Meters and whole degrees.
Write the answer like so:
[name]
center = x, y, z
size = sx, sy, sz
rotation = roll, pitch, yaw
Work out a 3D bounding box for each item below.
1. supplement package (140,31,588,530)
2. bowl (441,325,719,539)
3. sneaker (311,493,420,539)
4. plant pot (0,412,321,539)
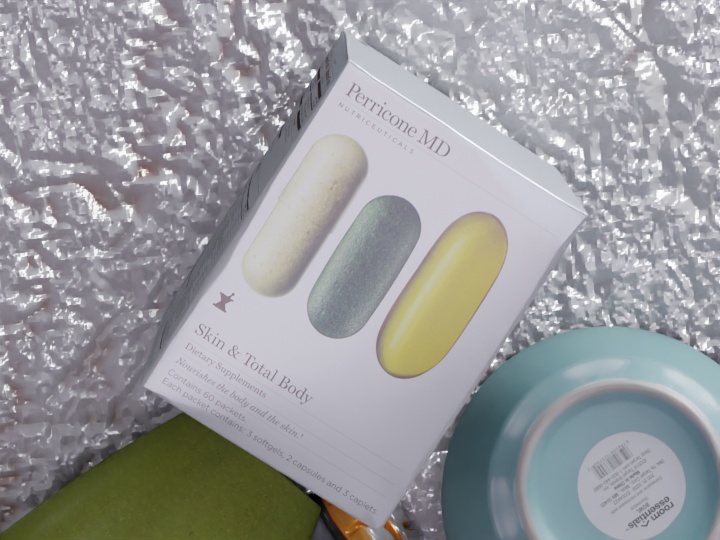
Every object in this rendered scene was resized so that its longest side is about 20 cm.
[supplement package]
center = 0.000, 0.000, 1.080
size = 0.151, 0.151, 0.201
rotation = 32, 100, -7
[bowl]
center = 0.141, 0.123, 1.099
size = 0.199, 0.105, 0.202
rotation = -1, 80, 5
[sneaker]
center = 0.021, 0.213, 1.147
size = 0.077, 0.078, 0.201
rotation = -40, 65, 19
[plant pot]
center = -0.120, 0.180, 1.119
size = 0.187, 0.187, 0.200
rotation = 42, 83, -9
